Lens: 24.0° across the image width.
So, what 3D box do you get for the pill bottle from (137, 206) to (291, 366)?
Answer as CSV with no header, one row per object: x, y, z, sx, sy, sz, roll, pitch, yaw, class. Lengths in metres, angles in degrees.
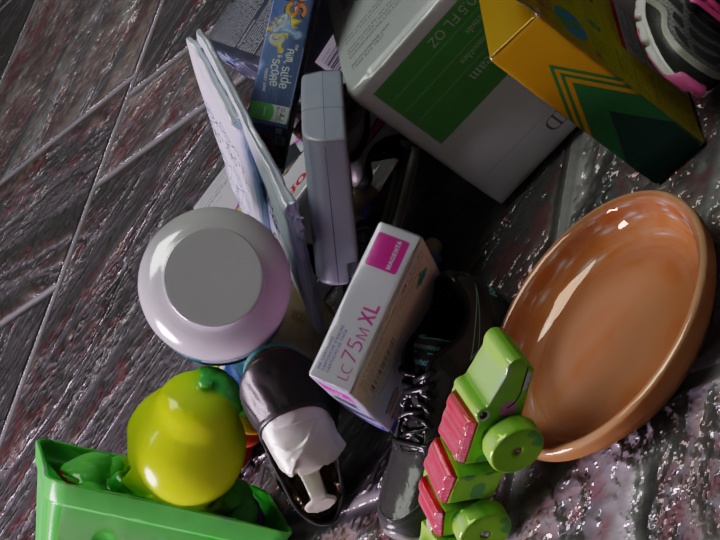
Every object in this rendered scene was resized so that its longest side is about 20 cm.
-0.107,0.013,1.250,0.111,0.110,0.200,-60,0,-7,pill bottle

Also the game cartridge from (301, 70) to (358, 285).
-0.024,-0.084,1.324,0.200,0.041,0.134,-95,3,-71,game cartridge

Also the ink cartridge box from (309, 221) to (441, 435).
0.020,0.048,1.237,0.120,0.042,0.200,-65,-17,-9,ink cartridge box

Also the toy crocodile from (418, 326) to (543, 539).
0.070,0.125,1.115,0.068,0.061,0.201,-119,34,-44,toy crocodile

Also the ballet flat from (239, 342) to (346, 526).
-0.039,0.130,1.261,0.068,0.200,0.069,-22,55,-3,ballet flat

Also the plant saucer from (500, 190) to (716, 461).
0.165,0.041,1.133,0.200,0.037,0.201,-41,31,31,plant saucer

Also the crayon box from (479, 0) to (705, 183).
0.149,-0.162,1.201,0.051,0.200,0.127,-42,29,27,crayon box

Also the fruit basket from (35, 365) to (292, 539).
-0.152,0.161,1.338,0.216,0.215,0.155,-57,17,0,fruit basket

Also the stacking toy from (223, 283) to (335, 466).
-0.091,0.106,1.437,0.086,0.085,0.200,-90,24,-49,stacking toy

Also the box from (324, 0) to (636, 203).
0.101,-0.208,1.370,0.199,0.171,0.200,-46,28,21,box

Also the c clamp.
0.000,0.000,1.329,0.171,0.027,0.201,119,172,-50,c clamp

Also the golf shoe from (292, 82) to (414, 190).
0.026,-0.139,1.519,0.200,0.092,0.073,-40,-2,-39,golf shoe

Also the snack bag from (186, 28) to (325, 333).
-0.081,-0.063,1.340,0.021,0.189,0.200,-23,57,-9,snack bag

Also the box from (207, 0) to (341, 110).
-0.044,-0.213,1.657,0.107,0.148,0.200,-57,25,-1,box

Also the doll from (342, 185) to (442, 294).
0.013,0.014,1.416,0.136,0.048,0.200,-46,33,16,doll

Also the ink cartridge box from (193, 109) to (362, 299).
-0.071,-0.057,1.603,0.146,0.083,0.200,-52,26,10,ink cartridge box

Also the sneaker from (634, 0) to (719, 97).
0.256,-0.213,1.216,0.087,0.074,0.200,-37,27,47,sneaker

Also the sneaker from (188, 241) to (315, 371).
-0.112,0.036,1.491,0.200,0.081,0.074,-57,-20,21,sneaker

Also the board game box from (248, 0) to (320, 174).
-0.058,-0.194,1.402,0.135,0.034,0.201,106,175,-78,board game box

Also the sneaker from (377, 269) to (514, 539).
0.050,0.093,1.214,0.075,0.079,0.201,3,63,41,sneaker
